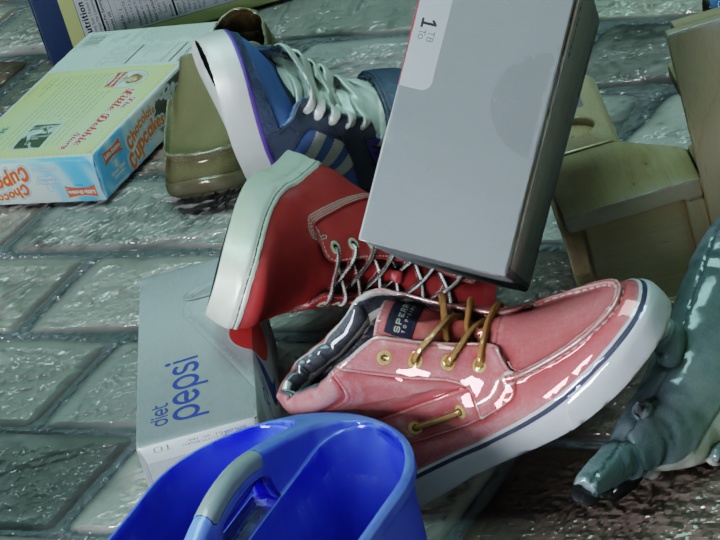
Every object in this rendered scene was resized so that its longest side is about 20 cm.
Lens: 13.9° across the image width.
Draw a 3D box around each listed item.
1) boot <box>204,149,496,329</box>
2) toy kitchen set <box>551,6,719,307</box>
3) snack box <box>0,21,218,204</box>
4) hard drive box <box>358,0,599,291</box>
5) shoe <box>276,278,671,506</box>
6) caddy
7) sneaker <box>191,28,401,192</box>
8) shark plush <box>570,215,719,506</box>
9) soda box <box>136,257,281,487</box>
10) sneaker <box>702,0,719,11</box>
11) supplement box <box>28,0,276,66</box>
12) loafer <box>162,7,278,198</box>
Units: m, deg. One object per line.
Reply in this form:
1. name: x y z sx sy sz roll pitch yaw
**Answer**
1. boot: 0.000 0.000 1.609 0.144 0.073 0.200 23 21 6
2. toy kitchen set: 0.194 -0.094 1.631 0.199 0.164 0.181 -16 26 2
3. snack box: -0.180 -0.109 2.036 0.116 0.037 0.200 -2 30 29
4. hard drive box: 0.064 -0.075 1.494 0.077 0.156 0.200 14 -2 6
5. shoe: 0.051 0.042 1.442 0.200 0.091 0.072 -33 25 35
6. caddy: -0.048 0.139 1.381 0.141 0.105 0.200 -3 29 29
7. sneaker: -0.008 -0.101 1.744 0.146 0.200 0.081 -25 56 0
8. shark plush: 0.146 0.052 1.461 0.091 0.084 0.200 12 38 45
9. soda box: -0.081 0.065 1.599 0.068 0.064 0.200 -15 26 4
10. sneaker: 0.311 -0.190 1.853 0.199 0.079 0.090 -17 29 1
11. supplement box: -0.160 -0.274 2.240 0.199 0.135 0.200 -16 26 2
12. loafer: -0.094 -0.111 1.953 0.076 0.068 0.200 -12 26 12
